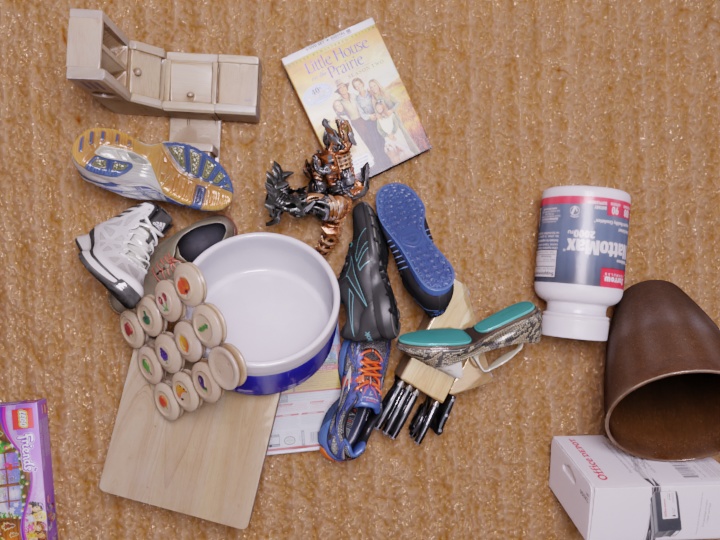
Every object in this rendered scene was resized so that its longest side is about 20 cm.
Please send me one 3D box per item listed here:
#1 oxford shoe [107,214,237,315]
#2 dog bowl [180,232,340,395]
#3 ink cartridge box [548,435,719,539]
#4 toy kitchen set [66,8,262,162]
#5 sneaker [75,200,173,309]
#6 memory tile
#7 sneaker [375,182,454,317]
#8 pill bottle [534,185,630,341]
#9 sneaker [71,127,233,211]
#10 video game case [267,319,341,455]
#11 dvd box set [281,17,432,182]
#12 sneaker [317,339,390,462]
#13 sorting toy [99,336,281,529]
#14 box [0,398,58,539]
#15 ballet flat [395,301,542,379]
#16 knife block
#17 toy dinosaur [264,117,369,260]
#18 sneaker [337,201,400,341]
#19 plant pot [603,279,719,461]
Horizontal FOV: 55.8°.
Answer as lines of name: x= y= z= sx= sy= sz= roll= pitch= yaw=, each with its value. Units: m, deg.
oxford shoe: x=-0.255 y=-0.012 z=0.901 sx=0.200 sy=0.075 sz=0.071 roll=-39 pitch=94 yaw=-5
dog bowl: x=-0.127 y=0.052 z=0.862 sx=0.198 sy=0.079 sz=0.201 roll=3 pitch=53 yaw=-5
ink cartridge box: x=0.374 y=0.289 z=0.920 sx=0.198 sy=0.145 sz=0.085 roll=0 pitch=102 yaw=-5
toy kitchen set: x=-0.236 y=-0.207 z=0.854 sx=0.198 sy=0.180 sz=0.165 roll=3 pitch=90 yaw=-1
sneaker: x=-0.284 y=-0.035 z=0.849 sx=0.115 sy=0.200 sz=0.076 roll=-41 pitch=126 yaw=-10
memory tile: x=-0.214 y=0.090 z=0.795 sx=0.017 sy=0.199 sz=0.154 roll=-22 pitch=83 yaw=-48
sneaker: x=0.069 y=-0.028 z=0.922 sx=0.069 sy=0.078 sz=0.201 roll=-13 pitch=54 yaw=-10
pill bottle: x=0.302 y=-0.008 z=0.937 sx=0.118 sy=0.120 sz=0.202 roll=5 pitch=89 yaw=-6
sneaker: x=-0.262 y=-0.123 z=0.870 sx=0.198 sy=0.088 sz=0.076 roll=19 pitch=71 yaw=-17
video game case: x=-0.095 y=0.150 z=0.943 sx=0.142 sy=0.017 sz=0.202 roll=-4 pitch=89 yaw=-6
dvd box set: x=-0.005 y=-0.232 z=0.954 sx=0.145 sy=0.029 sz=0.201 roll=-25 pitch=92 yaw=-6
sneaker: x=0.006 y=0.162 z=0.912 sx=0.075 sy=0.078 sz=0.202 roll=17 pitch=81 yaw=-23
sorting toy: x=-0.212 y=0.206 z=0.893 sx=0.197 sy=0.070 sz=0.202 roll=14 pitch=87 yaw=4
box: x=-0.479 y=0.276 z=0.891 sx=0.135 sy=0.039 sz=0.202 roll=-5 pitch=89 yaw=-7
ballet flat: x=0.147 y=0.100 z=0.886 sx=0.198 sy=0.068 sz=0.076 roll=-15 pitch=106 yaw=-8
knife block: x=0.083 y=0.128 z=0.938 sx=0.174 sy=0.064 sz=0.202 roll=-15 pitch=90 yaw=-7
toy dinosaur: x=-0.056 y=-0.099 z=0.906 sx=0.134 sy=0.102 sz=0.202 roll=5 pitch=86 yaw=-3
sneaker: x=0.000 y=0.000 z=0.912 sx=0.079 sy=0.075 sz=0.202 roll=-14 pitch=64 yaw=15
plant pot: x=0.403 y=0.113 z=0.900 sx=0.185 sy=0.188 sz=0.201 roll=13 pitch=44 yaw=-5
